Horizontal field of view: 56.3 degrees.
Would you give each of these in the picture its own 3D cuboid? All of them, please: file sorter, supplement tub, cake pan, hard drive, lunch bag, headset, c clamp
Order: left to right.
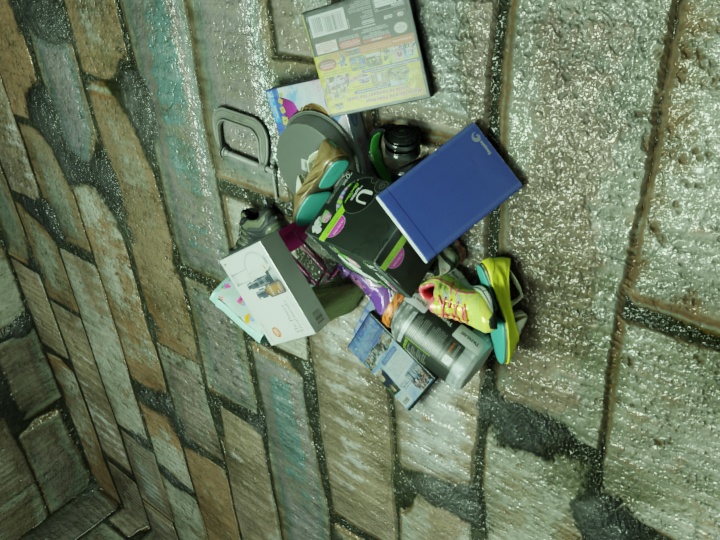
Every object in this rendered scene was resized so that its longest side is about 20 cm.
[{"bbox_3d":[-0.259,-0.266,1.486,0.199,0.027,0.172,29,133,26],"label":"c clamp"},{"bbox_3d":[-0.221,0.067,1.541,0.170,0.200,0.122,39,137,16],"label":"lunch bag"},{"bbox_3d":[-0.130,-0.013,1.400,0.126,0.200,0.139,46,139,8],"label":"file sorter"},{"bbox_3d":[-0.088,-0.204,1.293,0.199,0.037,0.202,24,132,30],"label":"cake pan"},{"bbox_3d":[0.092,-0.198,1.181,0.199,0.094,0.125,22,136,52],"label":"headset"},{"bbox_3d":[0.145,0.121,1.283,0.199,0.122,0.123,38,137,18],"label":"supplement tub"},{"bbox_3d":[0.143,-0.125,1.076,0.132,0.199,0.025,52,172,2],"label":"hard drive"}]

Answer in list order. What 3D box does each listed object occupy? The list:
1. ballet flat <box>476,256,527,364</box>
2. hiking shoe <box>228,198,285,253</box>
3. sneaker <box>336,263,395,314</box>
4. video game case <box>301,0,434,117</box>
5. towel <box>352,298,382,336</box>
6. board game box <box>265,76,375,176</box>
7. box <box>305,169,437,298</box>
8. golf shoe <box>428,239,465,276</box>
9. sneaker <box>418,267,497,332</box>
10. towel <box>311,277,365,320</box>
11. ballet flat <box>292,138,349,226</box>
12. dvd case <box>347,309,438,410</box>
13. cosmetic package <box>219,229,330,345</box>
[{"bbox_3d":[0.258,0.069,1.186,0.067,0.066,0.202,-131,25,-71],"label":"ballet flat"},{"bbox_3d":[-0.249,-0.093,1.570,0.199,0.075,0.101,-28,87,40],"label":"hiking shoe"},{"bbox_3d":[0.000,0.000,1.338,0.202,0.088,0.080,67,155,4],"label":"sneaker"},{"bbox_3d":[0.012,-0.364,1.130,0.198,0.026,0.182,-4,114,29],"label":"video game case"},{"bbox_3d":[0.075,0.156,1.451,0.200,0.024,0.147,43,137,15],"label":"towel"},{"bbox_3d":[-0.078,-0.268,1.300,0.198,0.041,0.202,2,118,43],"label":"board game box"},{"bbox_3d":[0.031,-0.068,1.186,0.199,0.149,0.124,26,168,46],"label":"box"},{"bbox_3d":[0.092,-0.044,1.249,0.199,0.092,0.073,20,129,37],"label":"golf shoe"},{"bbox_3d":[0.170,0.062,1.189,0.200,0.090,0.079,-139,33,-61],"label":"sneaker"},{"bbox_3d":[-0.068,0.065,1.396,0.037,0.199,0.149,58,141,20],"label":"towel"},{"bbox_3d":[-0.084,-0.167,1.244,0.073,0.067,0.200,62,144,22],"label":"ballet flat"},{"bbox_3d":[0.067,0.195,1.452,0.200,0.017,0.143,45,137,14],"label":"dvd case"},{"bbox_3d":[-0.165,0.038,1.283,0.150,0.052,0.201,-19,105,49],"label":"cosmetic package"}]
